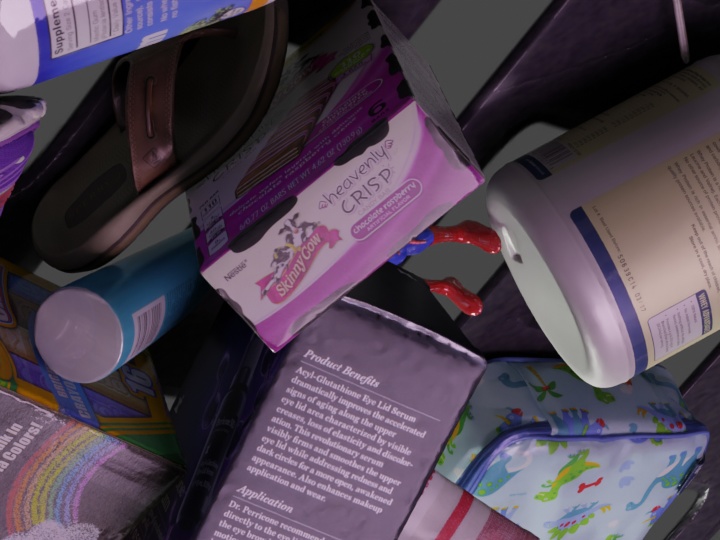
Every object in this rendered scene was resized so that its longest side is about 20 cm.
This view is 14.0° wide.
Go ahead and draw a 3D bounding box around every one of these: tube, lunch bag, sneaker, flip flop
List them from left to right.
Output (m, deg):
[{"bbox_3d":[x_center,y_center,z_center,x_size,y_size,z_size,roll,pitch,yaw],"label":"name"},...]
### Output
[{"bbox_3d":[-0.189,-0.035,1.398,0.081,0.084,0.200,-7,172,-12],"label":"sneaker"},{"bbox_3d":[-0.108,-0.079,1.503,0.058,0.081,0.200,31,117,-36],"label":"flip flop"},{"bbox_3d":[-0.107,0.010,1.570,0.077,0.050,0.200,-46,174,24],"label":"tube"},{"bbox_3d":[0.120,0.135,1.927,0.200,0.082,0.161,2,134,-39],"label":"lunch bag"}]

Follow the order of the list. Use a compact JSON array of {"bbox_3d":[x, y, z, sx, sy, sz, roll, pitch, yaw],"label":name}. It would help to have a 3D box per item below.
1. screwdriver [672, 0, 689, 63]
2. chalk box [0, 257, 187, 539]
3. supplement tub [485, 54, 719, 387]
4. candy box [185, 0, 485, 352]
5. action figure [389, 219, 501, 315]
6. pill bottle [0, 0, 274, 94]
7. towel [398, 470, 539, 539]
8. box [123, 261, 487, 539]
[{"bbox_3d":[0.170,-0.176,1.635,0.029,0.028,0.200,-51,150,-28],"label":"screwdriver"},{"bbox_3d":[-0.213,0.069,1.528,0.200,0.124,0.124,30,114,-35],"label":"chalk box"},{"bbox_3d":[0.190,-0.037,1.719,0.200,0.145,0.145,-28,145,-8],"label":"supplement tub"},{"bbox_3d":[-0.020,-0.054,1.490,0.136,0.200,0.061,-39,109,7],"label":"candy box"},{"bbox_3d":[0.000,0.000,1.675,0.200,0.052,0.065,-1,119,-43],"label":"action figure"},{"bbox_3d":[-0.142,-0.146,1.352,0.200,0.112,0.112,-21,143,-17],"label":"pill bottle"},{"bbox_3d":[-0.010,0.163,1.676,0.200,0.023,0.144,34,79,-15],"label":"towel"},{"bbox_3d":[-0.035,0.092,1.554,0.104,0.148,0.200,23,99,-17],"label":"box"}]
